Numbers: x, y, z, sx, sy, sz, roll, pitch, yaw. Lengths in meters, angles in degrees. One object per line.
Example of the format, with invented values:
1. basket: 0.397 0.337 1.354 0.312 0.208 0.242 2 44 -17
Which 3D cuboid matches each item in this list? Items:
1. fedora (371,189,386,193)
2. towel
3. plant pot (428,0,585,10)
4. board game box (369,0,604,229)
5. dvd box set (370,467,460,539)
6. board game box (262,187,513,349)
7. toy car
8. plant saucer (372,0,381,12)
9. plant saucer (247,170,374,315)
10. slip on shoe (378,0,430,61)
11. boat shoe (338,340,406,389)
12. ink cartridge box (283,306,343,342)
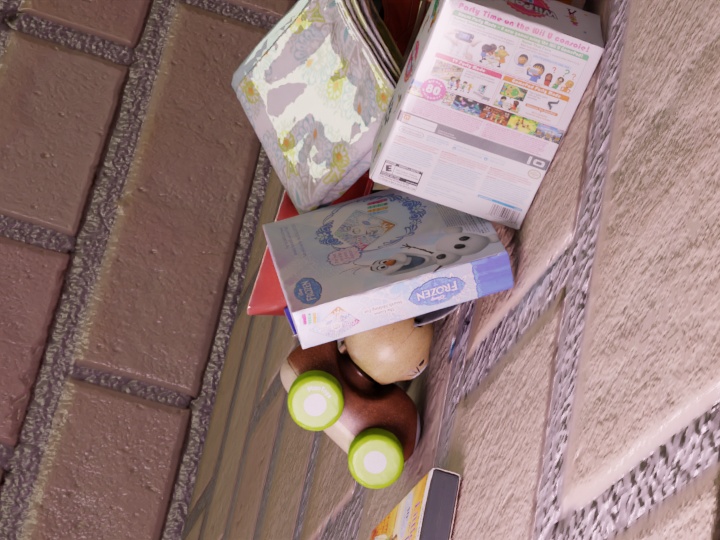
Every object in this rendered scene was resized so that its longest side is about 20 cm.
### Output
1. fedora: 0.030 -0.034 1.974 0.201 0.091 0.201 -164 90 -81
2. towel: -0.035 -0.171 1.687 0.200 0.048 0.172 -44 63 40
3. plant pot: 0.128 -0.299 1.608 0.184 0.199 0.201 -103 29 -49
4. board game box: 0.109 -0.151 1.550 0.064 0.147 0.200 -83 14 -54
5. dvd box set: 0.036 0.277 1.581 0.200 0.029 0.147 123 161 -62
6. board game box: 0.021 -0.015 1.623 0.200 0.198 0.044 -113 8 -63
7. toy car: 0.036 0.088 1.723 0.200 0.158 0.164 -45 8 7
8. plant saucer: 0.017 -0.264 1.796 0.200 0.036 0.200 -38 -32 -29
9. plant saucer: -0.042 -0.042 1.848 0.200 0.037 0.201 6 -78 -73
10. slip on shoe: 0.017 -0.201 1.765 0.074 0.061 0.201 -94 21 -62
11. boat shoe: 0.006 0.096 1.949 0.200 0.072 0.076 155 131 -78
12. ink cartridge box: -0.022 0.041 1.827 0.039 0.099 0.200 64 -178 8
